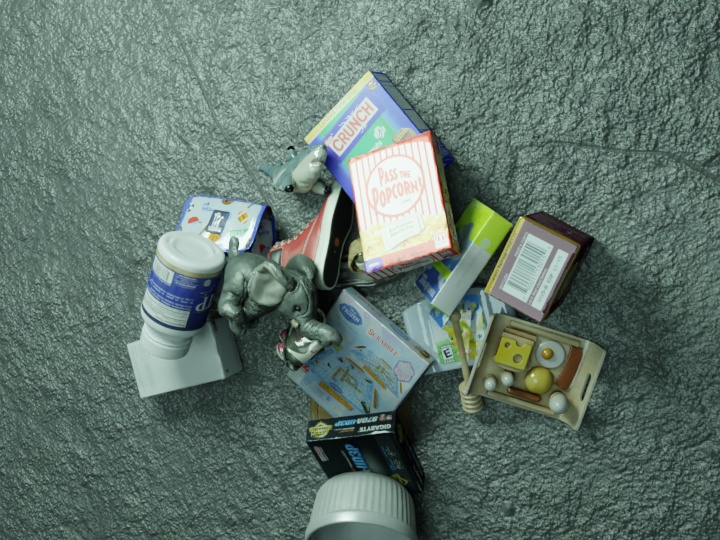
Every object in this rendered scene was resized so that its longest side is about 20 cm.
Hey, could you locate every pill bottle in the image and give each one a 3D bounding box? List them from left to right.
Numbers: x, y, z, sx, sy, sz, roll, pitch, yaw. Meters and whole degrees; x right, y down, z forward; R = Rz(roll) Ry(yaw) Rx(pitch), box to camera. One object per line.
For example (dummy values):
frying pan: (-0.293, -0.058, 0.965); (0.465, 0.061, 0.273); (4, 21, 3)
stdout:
pill bottle: (-0.315, 0.047, 1.616); (0.119, 0.119, 0.202); (29, 116, 16)

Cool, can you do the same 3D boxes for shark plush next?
shark plush: (-0.114, -0.179, 1.639); (0.089, 0.199, 0.085); (1, 95, -24)

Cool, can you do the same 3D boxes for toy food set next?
toy food set: (0.283, 0.166, 1.524); (0.197, 0.060, 0.146); (17, 103, -1)

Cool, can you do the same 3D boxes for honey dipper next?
honey dipper: (0.173, 0.148, 1.555); (0.037, 0.038, 0.203); (-1, 121, 21)

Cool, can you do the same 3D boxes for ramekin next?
ramekin: (0.005, 0.435, 1.620); (0.196, 0.106, 0.202); (3, 139, 3)

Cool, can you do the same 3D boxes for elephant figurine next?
elephant figurine: (-0.127, 0.034, 1.548); (0.197, 0.143, 0.156); (-7, 133, 29)

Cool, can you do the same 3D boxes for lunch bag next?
lunch bag: (-0.246, -0.030, 1.697); (0.167, 0.124, 0.204); (9, 99, 21)

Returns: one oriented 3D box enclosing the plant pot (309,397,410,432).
plant pot: (-0.007, 0.256, 1.689); (0.197, 0.027, 0.204); (3, 98, 22)

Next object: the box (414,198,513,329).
box: (0.160, -0.014, 1.523); (0.047, 0.122, 0.201); (32, 97, -16)

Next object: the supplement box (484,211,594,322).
supplement box: (0.281, -0.010, 1.452); (0.102, 0.200, 0.133); (28, 105, 15)

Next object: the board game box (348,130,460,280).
board game box: (0.068, -0.103, 1.494); (0.149, 0.046, 0.203); (-17, 70, 21)

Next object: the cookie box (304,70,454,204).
cookie box: (0.030, -0.208, 1.596); (0.171, 0.075, 0.201); (-43, 79, 20)

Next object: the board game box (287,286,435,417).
board game box: (-0.002, 0.170, 1.637); (0.199, 0.041, 0.201); (40, 111, 13)

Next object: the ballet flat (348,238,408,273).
ballet flat: (0.062, -0.024, 1.543); (0.198, 0.066, 0.071); (-10, 135, 37)

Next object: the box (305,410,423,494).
box: (0.011, 0.321, 1.607); (0.156, 0.046, 0.201); (-8, 136, 15)

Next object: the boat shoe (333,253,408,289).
boat shoe: (0.000, 0.000, 1.640); (0.197, 0.057, 0.068); (-10, 92, 22)

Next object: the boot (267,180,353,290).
boot: (-0.094, -0.068, 1.644); (0.142, 0.072, 0.203); (5, 71, 32)

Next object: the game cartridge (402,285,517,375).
game cartridge: (0.172, 0.098, 1.597); (0.197, 0.040, 0.136); (-14, 87, 22)

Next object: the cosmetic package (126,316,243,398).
cosmetic package: (-0.335, 0.165, 1.779); (0.197, 0.081, 0.115); (-13, 91, 21)

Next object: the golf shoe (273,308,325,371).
golf shoe: (-0.096, 0.081, 1.636); (0.087, 0.077, 0.202); (-28, 43, 27)
